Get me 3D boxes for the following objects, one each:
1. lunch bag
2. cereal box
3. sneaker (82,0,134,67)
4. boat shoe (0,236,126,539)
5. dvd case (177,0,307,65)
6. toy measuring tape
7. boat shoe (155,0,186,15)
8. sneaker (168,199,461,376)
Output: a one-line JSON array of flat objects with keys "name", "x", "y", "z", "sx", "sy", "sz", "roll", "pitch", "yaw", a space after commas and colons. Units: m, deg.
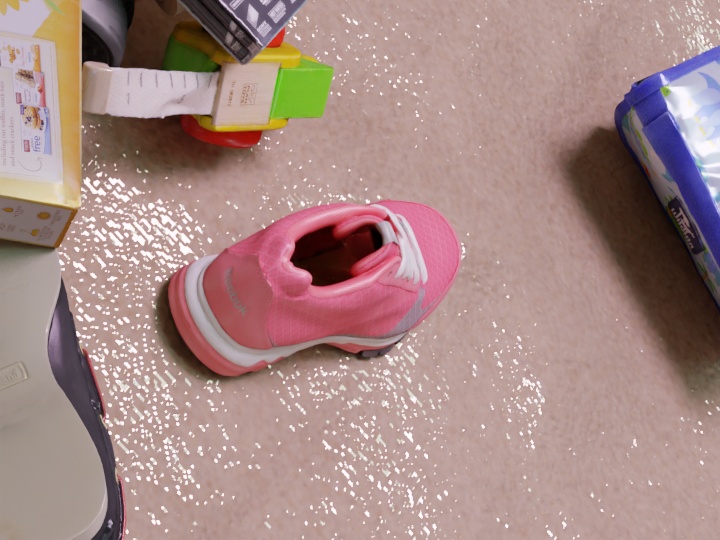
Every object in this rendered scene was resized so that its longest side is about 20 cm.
[{"name": "lunch bag", "x": 0.240, "y": -0.050, "z": 1.451, "sx": 0.171, "sy": 0.127, "sz": 0.200, "roll": 61, "pitch": 30, "yaw": 4}, {"name": "cereal box", "x": -0.217, "y": -0.092, "z": 1.030, "sx": 0.199, "sy": 0.040, "sz": 0.145, "roll": 10, "pitch": 56, "yaw": -20}, {"name": "sneaker", "x": -0.181, "y": -0.185, "z": 1.145, "sx": 0.199, "sy": 0.076, "sz": 0.115, "roll": 38, "pitch": 41, "yaw": -26}, {"name": "boat shoe", "x": -0.150, "y": 0.046, "z": 1.035, "sx": 0.073, "sy": 0.063, "sz": 0.202, "roll": -17, "pitch": 59, "yaw": -8}, {"name": "dvd case", "x": -0.088, "y": -0.208, "z": 1.165, "sx": 0.200, "sy": 0.022, "sz": 0.146, "roll": 46, "pitch": 43, "yaw": -9}, {"name": "toy measuring tape", "x": -0.086, "y": -0.095, "z": 1.178, "sx": 0.200, "sy": 0.073, "sz": 0.074, "roll": -7, "pitch": 70, "yaw": -55}, {"name": "boat shoe", "x": -0.088, "y": -0.209, "z": 1.227, "sx": 0.064, "sy": 0.072, "sz": 0.201, "roll": -6, "pitch": 47, "yaw": -10}, {"name": "sneaker", "x": 0.000, "y": 0.000, "z": 1.197, "sx": 0.200, "sy": 0.087, "sz": 0.074, "roll": -18, "pitch": 79, "yaw": -50}]
